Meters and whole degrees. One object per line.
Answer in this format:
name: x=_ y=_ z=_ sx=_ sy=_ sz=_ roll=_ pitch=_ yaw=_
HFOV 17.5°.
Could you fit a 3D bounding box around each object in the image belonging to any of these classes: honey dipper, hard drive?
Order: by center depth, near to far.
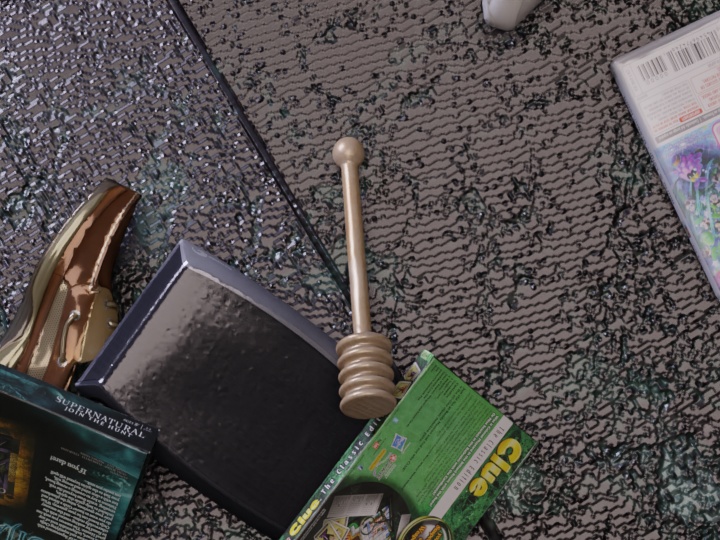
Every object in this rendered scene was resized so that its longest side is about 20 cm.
hard drive: x=-0.072 y=0.087 z=1.537 sx=0.199 sy=0.042 sz=0.135 roll=37 pitch=86 yaw=-11
honey dipper: x=0.000 y=0.000 z=1.544 sx=0.038 sy=0.038 sz=0.202 roll=-4 pitch=62 yaw=2

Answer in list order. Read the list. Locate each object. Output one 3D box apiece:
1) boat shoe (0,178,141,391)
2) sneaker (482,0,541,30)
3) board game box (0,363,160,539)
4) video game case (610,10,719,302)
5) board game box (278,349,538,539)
boat shoe: x=-0.194 y=0.037 z=1.562 sx=0.073 sy=0.076 sz=0.201 roll=29 pitch=94 yaw=0
sneaker: x=0.162 y=-0.233 z=1.570 sx=0.099 sy=0.078 sz=0.200 roll=38 pitch=88 yaw=3
board game box: x=-0.242 y=0.122 z=1.525 sx=0.199 sy=0.028 sz=0.136 roll=23 pitch=125 yaw=-1
video game case: x=0.295 y=-0.099 z=1.574 sx=0.199 sy=0.024 sz=0.183 roll=-25 pitch=84 yaw=-1
board game box: x=0.020 y=0.162 z=1.535 sx=0.105 sy=0.023 sz=0.200 roll=40 pitch=86 yaw=-22
